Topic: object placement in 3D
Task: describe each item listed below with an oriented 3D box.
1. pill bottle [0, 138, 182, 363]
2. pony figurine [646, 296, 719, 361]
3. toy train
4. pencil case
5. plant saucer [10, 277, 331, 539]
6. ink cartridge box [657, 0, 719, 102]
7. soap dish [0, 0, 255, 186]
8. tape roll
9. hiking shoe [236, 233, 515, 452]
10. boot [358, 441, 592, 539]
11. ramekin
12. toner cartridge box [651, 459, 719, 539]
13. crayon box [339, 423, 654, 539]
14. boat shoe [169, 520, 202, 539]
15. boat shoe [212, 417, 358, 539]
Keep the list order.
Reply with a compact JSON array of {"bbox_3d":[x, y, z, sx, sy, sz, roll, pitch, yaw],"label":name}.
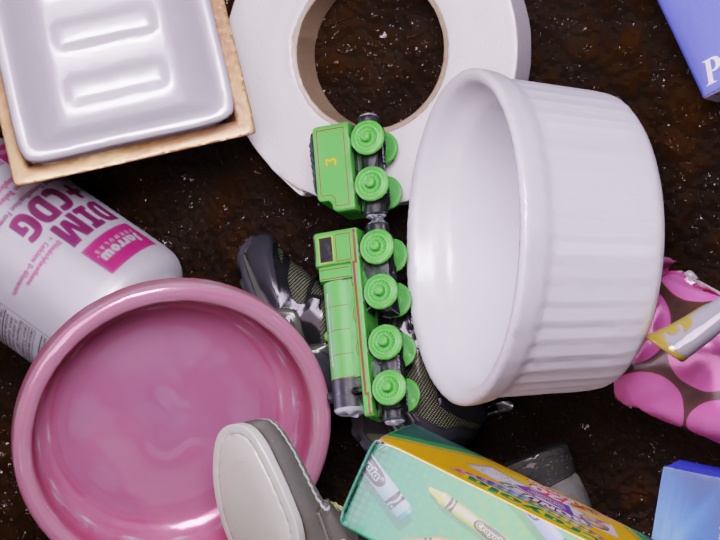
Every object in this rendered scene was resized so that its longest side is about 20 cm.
[{"bbox_3d":[-0.189,0.010,1.726,0.200,0.113,0.114,34,101,15],"label":"pill bottle"},{"bbox_3d":[0.281,0.000,1.480,0.200,0.166,0.193,-56,42,3],"label":"pony figurine"},{"bbox_3d":[0.000,0.000,1.639,0.056,0.042,0.201,-9,76,17],"label":"toy train"},{"bbox_3d":[0.252,0.069,1.587,0.200,0.091,0.094,23,87,16],"label":"pencil case"},{"bbox_3d":[-0.120,0.095,1.640,0.200,0.051,0.201,-5,111,-14],"label":"plant saucer"},{"bbox_3d":[0.280,-0.188,1.592,0.200,0.044,0.094,-28,80,18],"label":"ink cartridge box"},{"bbox_3d":[-0.166,-0.159,1.700,0.157,0.081,0.201,-13,76,-5],"label":"soap dish"},{"bbox_3d":[0.010,-0.139,1.693,0.202,0.037,0.204,1,92,19],"label":"tape roll"},{"bbox_3d":[0.007,0.041,1.687,0.101,0.076,0.200,-42,84,3],"label":"hiking shoe"},{"bbox_3d":[0.071,0.202,1.664,0.200,0.068,0.131,-24,88,20],"label":"boot"},{"bbox_3d":[0.105,-0.019,1.580,0.097,0.200,0.201,2,92,-18],"label":"ramekin"},{"bbox_3d":[0.220,0.225,1.621,0.095,0.043,0.201,10,94,20],"label":"toner cartridge box"},{"bbox_3d":[0.096,0.162,1.565,0.200,0.119,0.058,26,96,10],"label":"crayon box"},{"bbox_3d":[-0.093,0.216,1.717,0.200,0.076,0.072,43,106,16],"label":"boat shoe"},{"bbox_3d":[-0.032,0.179,1.633,0.072,0.060,0.202,-4,110,51],"label":"boat shoe"}]
